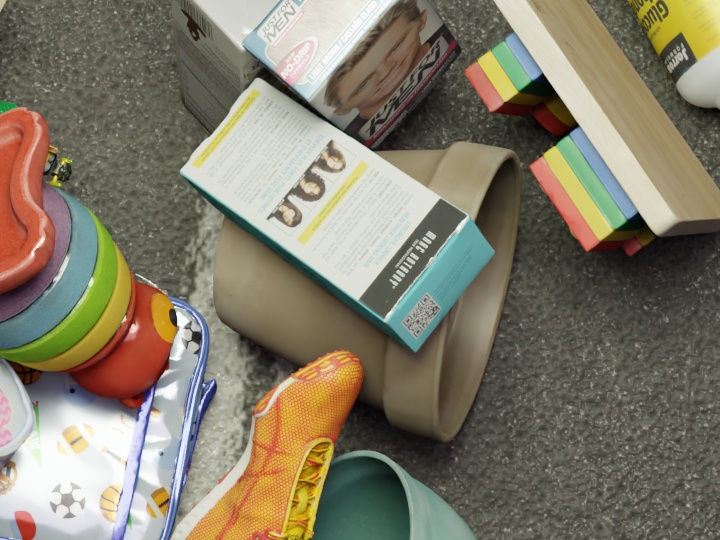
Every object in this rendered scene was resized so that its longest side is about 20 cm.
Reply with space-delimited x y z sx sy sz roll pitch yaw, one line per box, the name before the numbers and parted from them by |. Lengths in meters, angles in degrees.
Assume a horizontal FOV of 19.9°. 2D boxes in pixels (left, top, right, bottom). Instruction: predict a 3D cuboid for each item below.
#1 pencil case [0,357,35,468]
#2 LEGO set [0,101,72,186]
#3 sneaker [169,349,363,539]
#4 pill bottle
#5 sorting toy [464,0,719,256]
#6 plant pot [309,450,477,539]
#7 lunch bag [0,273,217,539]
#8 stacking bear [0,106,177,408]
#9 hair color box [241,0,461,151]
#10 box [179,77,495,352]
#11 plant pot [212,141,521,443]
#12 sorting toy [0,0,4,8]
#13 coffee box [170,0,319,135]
pencil case | -0.291 0.121 1.293 0.090 0.200 0.083 33 39 -25
LEGO set | -0.267 -0.016 1.363 0.153 0.116 0.201 2 64 30
sneaker | -0.046 0.136 1.314 0.073 0.201 0.077 -2 39 -49
pill bottle | 0.260 -0.190 1.488 0.111 0.112 0.201 -25 79 -13
sorting toy | 0.158 -0.097 1.421 0.069 0.199 0.201 -37 79 19
plant pot | 0.018 0.235 1.318 0.134 0.200 0.201 31 71 -27
lunch bag | -0.181 0.099 1.376 0.159 0.076 0.201 13 75 -6
stacking bear | -0.184 0.013 1.268 0.113 0.200 0.122 -23 51 18
hair color box | -0.001 -0.143 1.322 0.060 0.200 0.100 41 93 13
box | -0.017 -0.037 1.278 0.200 0.049 0.082 36 84 35
plant pot | 0.000 0.000 1.378 0.172 0.200 0.201 12 73 13
sorting toy | -0.356 -0.150 1.361 0.198 0.070 0.201 13 70 34
coffee box | -0.061 -0.163 1.391 0.114 0.200 0.080 -40 76 -14
